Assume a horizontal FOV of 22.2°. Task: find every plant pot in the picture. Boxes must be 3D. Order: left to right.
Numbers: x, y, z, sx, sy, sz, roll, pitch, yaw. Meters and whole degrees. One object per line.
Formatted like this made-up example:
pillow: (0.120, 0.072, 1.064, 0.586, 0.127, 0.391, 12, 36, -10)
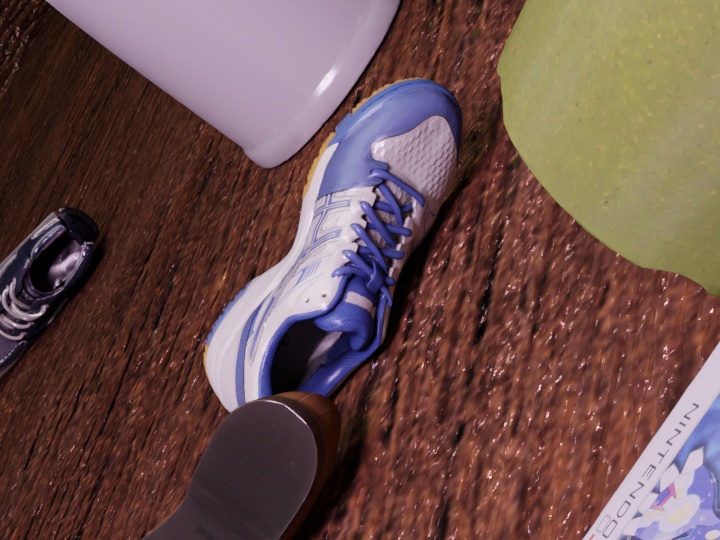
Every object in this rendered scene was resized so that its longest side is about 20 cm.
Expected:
plant pot: (0.137, -0.096, 0.552, 0.190, 0.200, 0.200, -53, 15, 36)

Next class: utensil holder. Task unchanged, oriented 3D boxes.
utensil holder: (-0.099, -0.197, 1.306, 0.170, 0.200, 0.170, -47, 20, 23)

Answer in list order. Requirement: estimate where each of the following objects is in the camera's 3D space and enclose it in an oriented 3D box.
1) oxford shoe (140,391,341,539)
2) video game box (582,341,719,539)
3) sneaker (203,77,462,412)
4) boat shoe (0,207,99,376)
oxford shoe: (-0.070, 0.139, 0.876, 0.200, 0.071, 0.071, -51, -11, 18)
video game box: (0.111, 0.100, 0.472, 0.182, 0.047, 0.200, -57, 17, -1)
sneaker: (0.000, 0.000, 0.928, 0.200, 0.075, 0.088, -59, 28, 9)
boat shoe: (-0.311, 0.029, 1.652, 0.200, 0.075, 0.093, -54, 10, 1)
